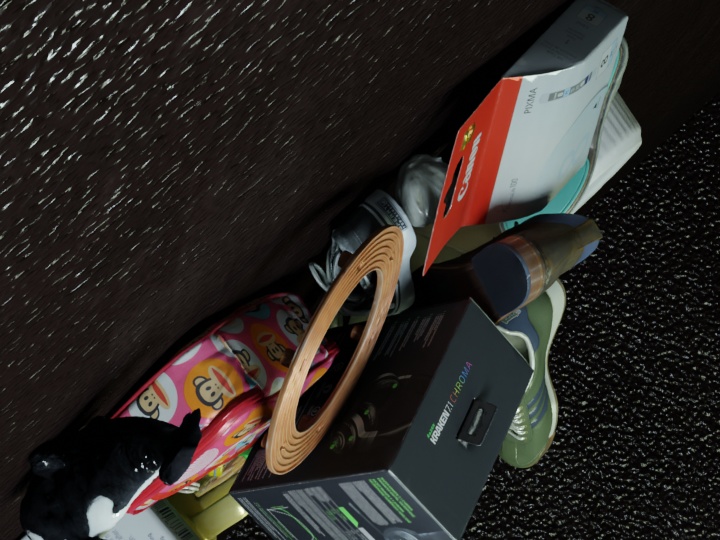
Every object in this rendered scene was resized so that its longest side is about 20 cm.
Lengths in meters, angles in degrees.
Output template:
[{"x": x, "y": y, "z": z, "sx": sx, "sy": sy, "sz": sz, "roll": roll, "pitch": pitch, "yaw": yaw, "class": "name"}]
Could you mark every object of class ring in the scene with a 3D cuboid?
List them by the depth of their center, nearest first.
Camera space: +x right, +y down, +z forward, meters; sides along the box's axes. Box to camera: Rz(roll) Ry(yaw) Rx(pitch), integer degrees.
[{"x": -0.022, "y": 0.056, "z": 1.503, "sx": 0.201, "sy": 0.019, "sz": 0.201, "roll": -58, "pitch": 164, "yaw": -26, "class": "ring"}]

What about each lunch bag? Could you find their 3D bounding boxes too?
[{"x": -0.120, "y": 0.105, "z": 1.560, "sx": 0.176, "sy": 0.082, "sz": 0.200, "roll": -42, "pitch": 174, "yaw": 27, "class": "lunch bag"}]

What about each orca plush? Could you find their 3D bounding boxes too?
[{"x": -0.187, "y": 0.144, "z": 1.385, "sx": 0.071, "sy": 0.106, "sz": 0.199, "roll": 12, "pitch": 165, "yaw": -35, "class": "orca plush"}]

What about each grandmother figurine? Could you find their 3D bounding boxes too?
[{"x": 0.088, "y": -0.088, "z": 1.647, "sx": 0.200, "sy": 0.060, "sz": 0.122, "roll": -39, "pitch": 165, "yaw": -53, "class": "grandmother figurine"}]

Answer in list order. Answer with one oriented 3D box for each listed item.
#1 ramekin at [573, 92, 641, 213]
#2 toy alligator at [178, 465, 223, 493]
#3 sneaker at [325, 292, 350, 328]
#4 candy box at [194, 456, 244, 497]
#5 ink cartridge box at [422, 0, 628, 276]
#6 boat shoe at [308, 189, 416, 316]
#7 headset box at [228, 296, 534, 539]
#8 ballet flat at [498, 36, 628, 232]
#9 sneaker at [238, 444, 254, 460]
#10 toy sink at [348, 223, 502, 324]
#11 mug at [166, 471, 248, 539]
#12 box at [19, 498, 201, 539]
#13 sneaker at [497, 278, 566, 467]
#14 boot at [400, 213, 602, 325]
[{"x": 0.181, "y": -0.102, "z": 1.965, "sx": 0.202, "sy": 0.094, "sz": 0.202, "roll": -42, "pitch": 174, "yaw": -5, "class": "ramekin"}, {"x": -0.142, "y": 0.143, "z": 1.708, "sx": 0.200, "sy": 0.059, "sz": 0.055, "roll": -147, "pitch": -117, "yaw": -85, "class": "toy alligator"}, {"x": -0.034, "y": 0.069, "z": 1.871, "sx": 0.071, "sy": 0.093, "sz": 0.201, "roll": -57, "pitch": 156, "yaw": -35, "class": "sneaker"}, {"x": -0.153, "y": 0.185, "z": 1.971, "sx": 0.115, "sy": 0.055, "sz": 0.200, "roll": -34, "pitch": 169, "yaw": -46, "class": "candy box"}, {"x": 0.126, "y": -0.096, "z": 1.567, "sx": 0.200, "sy": 0.047, "sz": 0.161, "roll": -48, "pitch": 160, "yaw": -39, "class": "ink cartridge box"}, {"x": 0.002, "y": 0.002, "z": 1.633, "sx": 0.068, "sy": 0.074, "sz": 0.199, "roll": -36, "pitch": 171, "yaw": -12, "class": "boat shoe"}, {"x": 0.022, "y": 0.126, "z": 1.616, "sx": 0.199, "sy": 0.093, "sz": 0.175, "roll": -15, "pitch": -143, "yaw": 44, "class": "headset box"}, {"x": 0.177, "y": -0.115, "z": 1.760, "sx": 0.064, "sy": 0.067, "sz": 0.202, "roll": -35, "pitch": 148, "yaw": -81, "class": "ballet flat"}, {"x": -0.085, "y": 0.129, "z": 1.802, "sx": 0.200, "sy": 0.077, "sz": 0.086, "roll": 20, "pitch": 74, "yaw": -78, "class": "sneaker"}, {"x": 0.086, "y": 0.008, "z": 1.819, "sx": 0.200, "sy": 0.111, "sz": 0.131, "roll": -31, "pitch": 141, "yaw": -62, "class": "toy sink"}, {"x": -0.176, "y": 0.256, "z": 1.841, "sx": 0.185, "sy": 0.151, "sz": 0.153, "roll": -1, "pitch": -172, "yaw": 7, "class": "mug"}, {"x": -0.212, "y": 0.288, "z": 1.695, "sx": 0.200, "sy": 0.184, "sz": 0.105, "roll": -42, "pitch": 176, "yaw": 1, "class": "box"}, {"x": 0.126, "y": 0.099, "z": 1.777, "sx": 0.090, "sy": 0.067, "sz": 0.202, "roll": -39, "pitch": 142, "yaw": -46, "class": "sneaker"}, {"x": 0.112, "y": 0.008, "z": 1.660, "sx": 0.096, "sy": 0.075, "sz": 0.200, "roll": -24, "pitch": -179, "yaw": -32, "class": "boot"}]
